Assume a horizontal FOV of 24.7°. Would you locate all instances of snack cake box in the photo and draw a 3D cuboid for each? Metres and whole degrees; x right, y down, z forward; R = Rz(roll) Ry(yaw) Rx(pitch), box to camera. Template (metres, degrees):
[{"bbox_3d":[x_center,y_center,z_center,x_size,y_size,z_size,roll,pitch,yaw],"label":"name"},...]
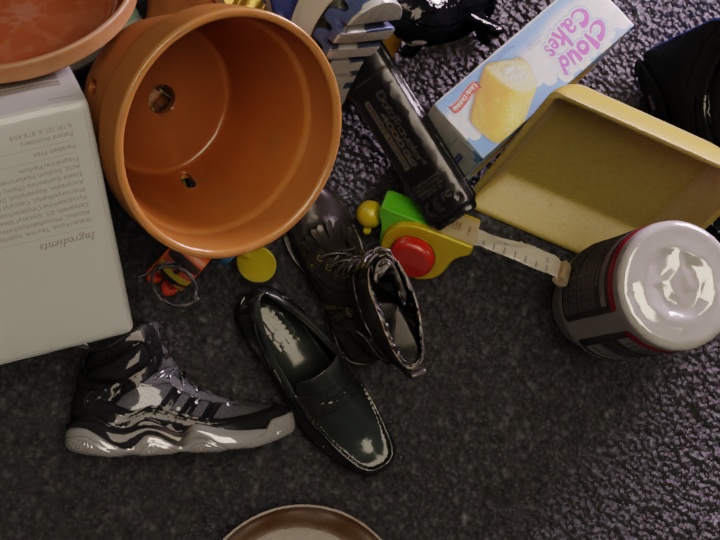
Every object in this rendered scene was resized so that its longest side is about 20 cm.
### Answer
[{"bbox_3d":[0.143,-0.168,1.498,0.200,0.115,0.067,-42,86,-17],"label":"snack cake box"}]

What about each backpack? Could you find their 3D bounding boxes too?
[{"bbox_3d":[0.367,-0.123,1.532,0.167,0.162,0.201,-2,83,-17],"label":"backpack"}]

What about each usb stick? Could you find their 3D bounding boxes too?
[{"bbox_3d":[0.034,-0.131,1.444,0.201,0.055,0.033,59,31,2],"label":"usb stick"}]

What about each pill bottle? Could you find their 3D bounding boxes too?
[{"bbox_3d":[0.242,0.023,1.463,0.110,0.200,0.111,2,83,-14],"label":"pill bottle"}]

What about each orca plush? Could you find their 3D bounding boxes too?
[{"bbox_3d":[0.094,-0.217,1.466,0.071,0.200,0.105,36,99,17],"label":"orca plush"}]

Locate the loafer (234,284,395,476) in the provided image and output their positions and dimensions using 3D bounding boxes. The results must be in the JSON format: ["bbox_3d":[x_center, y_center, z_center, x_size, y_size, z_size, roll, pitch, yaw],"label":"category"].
[{"bbox_3d":[-0.039,0.099,1.451,0.068,0.070,0.201,-38,93,-15],"label":"loafer"}]

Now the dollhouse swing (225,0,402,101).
[{"bbox_3d":[-0.028,-0.281,1.447,0.199,0.176,0.182,32,77,-9],"label":"dollhouse swing"}]

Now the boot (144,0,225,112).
[{"bbox_3d":[-0.184,-0.180,1.417,0.155,0.077,0.200,-38,135,-14],"label":"boot"}]

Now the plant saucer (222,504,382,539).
[{"bbox_3d":[-0.054,0.307,1.443,0.199,0.032,0.201,2,83,-14],"label":"plant saucer"}]

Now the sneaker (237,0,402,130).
[{"bbox_3d":[-0.052,-0.204,1.414,0.080,0.199,0.115,-7,59,-46],"label":"sneaker"}]

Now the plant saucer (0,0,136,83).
[{"bbox_3d":[-0.278,-0.211,1.331,0.199,0.032,0.201,-4,44,4],"label":"plant saucer"}]

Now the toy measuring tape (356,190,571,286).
[{"bbox_3d":[0.088,-0.014,1.488,0.199,0.074,0.074,21,79,1],"label":"toy measuring tape"}]

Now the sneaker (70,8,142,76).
[{"bbox_3d":[-0.296,-0.210,1.423,0.200,0.074,0.119,-33,97,-24],"label":"sneaker"}]

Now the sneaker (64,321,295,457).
[{"bbox_3d":[-0.156,0.100,1.419,0.199,0.075,0.115,-2,86,-11],"label":"sneaker"}]

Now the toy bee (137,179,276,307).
[{"bbox_3d":[-0.147,-0.031,1.437,0.200,0.109,0.131,-28,83,-40],"label":"toy bee"}]

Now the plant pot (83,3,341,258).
[{"bbox_3d":[-0.134,-0.125,1.332,0.199,0.140,0.201,-13,114,-29],"label":"plant pot"}]

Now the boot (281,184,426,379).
[{"bbox_3d":[0.000,0.000,1.419,0.069,0.174,0.201,-23,89,-15],"label":"boot"}]

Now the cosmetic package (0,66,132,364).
[{"bbox_3d":[-0.291,-0.050,1.320,0.166,0.167,0.201,-14,115,-13],"label":"cosmetic package"}]

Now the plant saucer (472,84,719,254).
[{"bbox_3d":[0.222,-0.088,1.486,0.199,0.200,0.049,23,58,-10],"label":"plant saucer"}]
